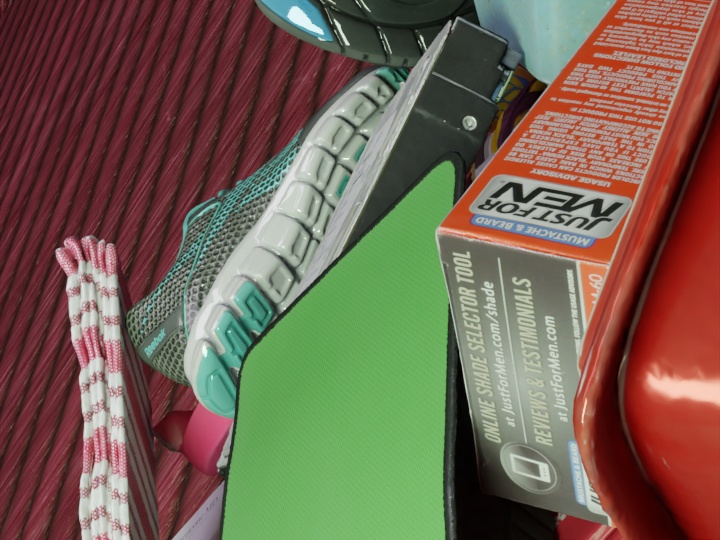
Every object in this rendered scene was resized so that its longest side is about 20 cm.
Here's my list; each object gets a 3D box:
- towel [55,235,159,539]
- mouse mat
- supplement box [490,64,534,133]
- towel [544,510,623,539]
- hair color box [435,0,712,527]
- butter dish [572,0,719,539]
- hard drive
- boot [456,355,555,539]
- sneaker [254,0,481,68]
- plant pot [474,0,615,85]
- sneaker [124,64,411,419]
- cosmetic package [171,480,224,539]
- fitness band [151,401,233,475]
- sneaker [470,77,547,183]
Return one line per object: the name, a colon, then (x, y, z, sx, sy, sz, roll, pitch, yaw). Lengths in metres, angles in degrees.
towel: (-0.119, 0.100, 1.055, 0.146, 0.030, 0.200, 84, 179, -60)
mouse mat: (-0.011, 0.072, 0.745, 0.161, 0.008, 0.200, -44, 33, 43)
supplement box: (0.100, -0.169, 1.189, 0.067, 0.069, 0.200, -36, 28, 53)
towel: (0.067, 0.047, 0.826, 0.145, 0.022, 0.200, -49, 31, 20)
hair color box: (0.102, -0.023, 0.725, 0.064, 0.111, 0.200, 13, 43, 29)
butter dish: (0.164, 0.013, 0.627, 0.148, 0.199, 0.200, 13, 67, 28)
hard drive: (0.000, 0.000, 0.913, 0.200, 0.038, 0.140, -63, 4, -9)
boot: (-0.006, 0.124, 0.756, 0.138, 0.077, 0.200, -28, 45, 33)
sneaker: (0.041, -0.126, 1.007, 0.082, 0.200, 0.073, -175, 88, -74)
plant pot: (0.140, -0.169, 0.899, 0.196, 0.196, 0.200, -120, 42, -69)
sneaker: (-0.043, -0.025, 1.039, 0.091, 0.078, 0.200, 14, 58, 43)
cosmetic package: (-0.039, 0.143, 1.101, 0.200, 0.052, 0.151, -49, 22, 31)
fitness band: (-0.039, 0.045, 1.150, 0.144, 0.037, 0.200, -47, -7, 6)
sneaker: (0.100, -0.043, 0.981, 0.090, 0.075, 0.200, -53, 21, 21)
